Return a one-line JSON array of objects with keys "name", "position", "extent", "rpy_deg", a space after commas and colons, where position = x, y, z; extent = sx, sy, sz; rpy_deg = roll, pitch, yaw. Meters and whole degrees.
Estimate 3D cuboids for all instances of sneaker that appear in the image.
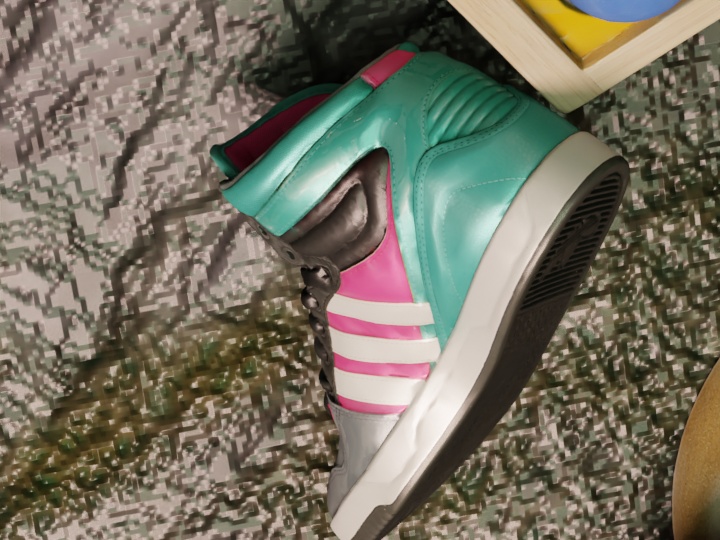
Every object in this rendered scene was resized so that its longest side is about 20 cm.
[{"name": "sneaker", "position": [0.000, 0.000, 0.857], "extent": [0.121, 0.084, 0.201], "rpy_deg": [40, 135, 14]}]

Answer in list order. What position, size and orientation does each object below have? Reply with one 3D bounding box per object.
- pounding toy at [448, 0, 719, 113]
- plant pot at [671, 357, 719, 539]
[{"name": "pounding toy", "position": [0.088, -0.157, 0.722], "extent": [0.199, 0.143, 0.184], "rpy_deg": [-31, 141, 18]}, {"name": "plant pot", "position": [0.214, 0.082, 0.944], "extent": [0.198, 0.028, 0.201], "rpy_deg": [-3, 110, -8]}]
